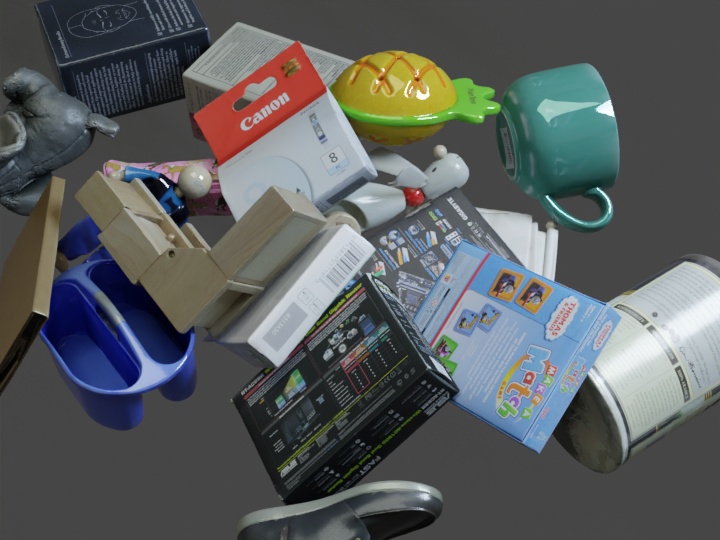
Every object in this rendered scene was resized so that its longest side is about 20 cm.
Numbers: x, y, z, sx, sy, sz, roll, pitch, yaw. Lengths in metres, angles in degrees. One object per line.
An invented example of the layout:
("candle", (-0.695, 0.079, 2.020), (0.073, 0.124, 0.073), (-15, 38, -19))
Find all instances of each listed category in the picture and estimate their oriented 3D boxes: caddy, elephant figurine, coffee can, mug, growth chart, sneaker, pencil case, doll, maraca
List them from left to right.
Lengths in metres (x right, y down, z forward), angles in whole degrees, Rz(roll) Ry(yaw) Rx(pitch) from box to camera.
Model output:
("elephant figurine", (-0.426, -0.134, 1.617), (0.142, 0.155, 0.200), (42, 64, -16))
("caddy", (-0.259, 0.071, 1.410), (0.141, 0.105, 0.200), (-28, 52, -22))
("doll", (-0.253, -0.053, 1.515), (0.200, 0.136, 0.048), (-38, 29, -1))
("pencil case", (-0.204, -0.097, 1.580), (0.200, 0.083, 0.087), (-3, 46, 0))
("sneaker", (-0.013, 0.269, 1.243), (0.200, 0.075, 0.106), (-14, 52, 3))
("maraca", (0.061, -0.201, 1.550), (0.200, 0.107, 0.137), (1, 34, -5))
("growth chart", (0.134, -0.026, 1.537), (0.200, 0.018, 0.145), (12, 49, 14))
("mug", (0.228, -0.148, 1.552), (0.114, 0.152, 0.185), (-11, 47, -6))
("coffee can", (0.288, 0.091, 1.330), (0.200, 0.146, 0.146), (-28, 52, -21))

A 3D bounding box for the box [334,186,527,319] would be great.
("box", (0.078, 0.033, 1.424), (0.198, 0.050, 0.200), (-32, 61, -10))

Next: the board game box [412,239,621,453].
("board game box", (0.134, 0.069, 1.285), (0.200, 0.037, 0.151), (27, 83, 47))

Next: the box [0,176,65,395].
("box", (-0.364, 0.019, 1.438), (0.021, 0.163, 0.200), (20, 42, -23))

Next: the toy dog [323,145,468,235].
("toy dog", (0.016, -0.102, 1.530), (0.200, 0.096, 0.132), (-34, 24, -24))

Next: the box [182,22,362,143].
("box", (-0.102, -0.210, 1.660), (0.200, 0.109, 0.128), (23, 52, 22))

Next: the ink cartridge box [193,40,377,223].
("ink cartridge box", (-0.095, -0.146, 1.497), (0.160, 0.047, 0.200), (-34, 70, 12))

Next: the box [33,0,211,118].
("box", (-0.309, -0.295, 1.753), (0.200, 0.107, 0.148), (-17, 49, -13))

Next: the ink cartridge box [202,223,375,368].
("ink cartridge box", (-0.081, 0.029, 1.400), (0.050, 0.200, 0.161), (42, 75, -11))

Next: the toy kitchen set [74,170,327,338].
("toy kitchen set", (-0.153, -0.056, 1.415), (0.180, 0.163, 0.200), (-46, 69, 13))

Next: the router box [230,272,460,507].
("router box", (-0.019, 0.123, 1.307), (0.200, 0.062, 0.150), (-42, 46, 10))
